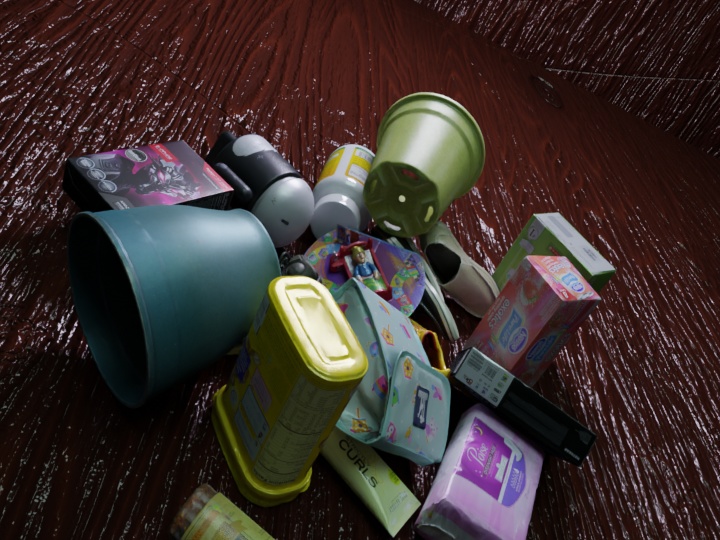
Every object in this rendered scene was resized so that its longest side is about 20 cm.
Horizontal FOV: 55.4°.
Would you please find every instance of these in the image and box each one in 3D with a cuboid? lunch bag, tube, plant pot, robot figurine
[{"bbox_3d":[0.027,0.135,0.843,0.170,0.121,0.203,37,22,-52],"label":"lunch bag"},{"bbox_3d":[-0.012,0.216,0.811,0.058,0.052,0.200,-38,74,-19],"label":"tube"},{"bbox_3d":[-0.194,0.020,0.756,0.185,0.203,0.201,-18,55,-38],"label":"plant pot"},{"bbox_3d":[0.091,-0.157,1.126,0.197,0.202,0.186,30,42,1],"label":"plant pot"},{"bbox_3d":[-0.160,-0.126,1.070,0.149,0.126,0.200,-30,65,-34],"label":"robot figurine"}]

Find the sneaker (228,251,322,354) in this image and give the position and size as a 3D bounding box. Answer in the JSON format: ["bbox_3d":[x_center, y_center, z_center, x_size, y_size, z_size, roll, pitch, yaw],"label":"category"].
[{"bbox_3d":[-0.124,0.036,0.895,0.197,0.116,0.076,-18,53,-46],"label":"sneaker"}]

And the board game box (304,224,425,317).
[{"bbox_3d":[0.000,0.000,1.022,0.195,0.039,0.160,20,57,15],"label":"board game box"}]

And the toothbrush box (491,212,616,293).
[{"bbox_3d":[0.309,0.027,1.167,0.085,0.203,0.146,-6,46,-43],"label":"toothbrush box"}]

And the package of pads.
[{"bbox_3d":[0.151,0.269,0.843,0.119,0.077,0.200,35,33,5],"label":"package of pads"}]

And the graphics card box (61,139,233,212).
[{"bbox_3d":[-0.283,-0.111,0.931,0.125,0.052,0.198,43,37,18],"label":"graphics card box"}]

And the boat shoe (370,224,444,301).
[{"bbox_3d":[0.080,-0.006,1.159,0.059,0.072,0.205,-27,61,0],"label":"boat shoe"}]

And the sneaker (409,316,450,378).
[{"bbox_3d":[0.083,0.105,0.996,0.071,0.079,0.201,8,29,-28],"label":"sneaker"}]

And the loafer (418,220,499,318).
[{"bbox_3d":[0.163,0.010,1.160,0.201,0.075,0.069,48,31,-9],"label":"loafer"}]

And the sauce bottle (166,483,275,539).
[{"bbox_3d":[-0.089,0.285,0.641,0.197,0.067,0.066,35,33,9],"label":"sauce bottle"}]

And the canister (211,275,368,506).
[{"bbox_3d":[-0.080,0.127,0.729,0.085,0.203,0.150,-2,44,-37],"label":"canister"}]

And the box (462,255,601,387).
[{"bbox_3d":[0.258,0.084,1.053,0.100,0.203,0.096,1,41,-37],"label":"box"}]

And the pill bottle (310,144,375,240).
[{"bbox_3d":[-0.027,-0.127,1.182,0.110,0.114,0.202,25,33,-7],"label":"pill bottle"}]

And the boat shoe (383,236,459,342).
[{"bbox_3d":[0.085,0.037,1.069,0.202,0.062,0.075,54,3,26],"label":"boat shoe"}]

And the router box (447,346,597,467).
[{"bbox_3d":[0.213,0.186,0.952,0.198,0.052,0.149,35,-7,6],"label":"router box"}]
